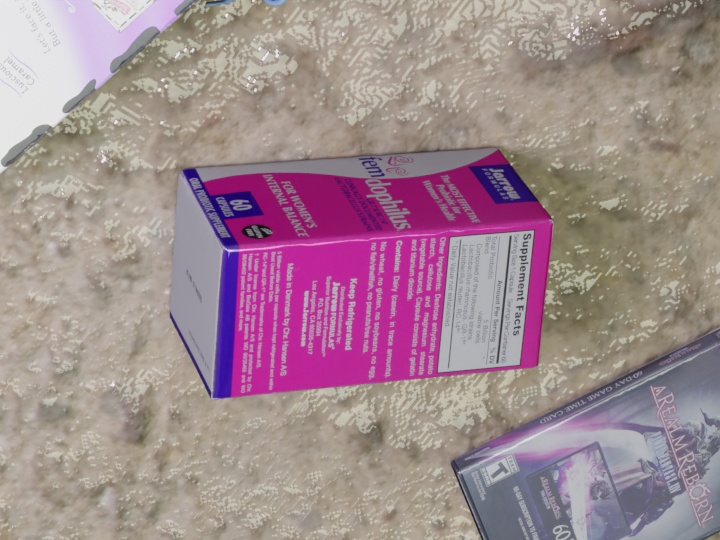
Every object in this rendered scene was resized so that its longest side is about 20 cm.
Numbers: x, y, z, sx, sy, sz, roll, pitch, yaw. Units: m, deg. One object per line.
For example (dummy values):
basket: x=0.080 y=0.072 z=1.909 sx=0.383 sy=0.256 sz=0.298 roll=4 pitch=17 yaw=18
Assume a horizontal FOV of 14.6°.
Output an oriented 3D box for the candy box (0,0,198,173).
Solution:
candy box: x=-0.197 y=-0.155 z=1.449 sx=0.200 sy=0.072 sz=0.168 roll=-40 pitch=105 yaw=5

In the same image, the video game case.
video game case: x=0.169 y=0.134 z=1.805 sx=0.199 sy=0.019 sz=0.143 roll=-25 pitch=124 yaw=-4

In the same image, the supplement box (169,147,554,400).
supplement box: x=0.000 y=0.000 z=1.617 sx=0.199 sy=0.101 sz=0.104 roll=-4 pitch=119 yaw=-18

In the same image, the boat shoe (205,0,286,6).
boat shoe: x=-0.027 y=-0.194 z=1.516 sx=0.199 sy=0.069 sz=0.085 roll=-22 pitch=123 yaw=-7
